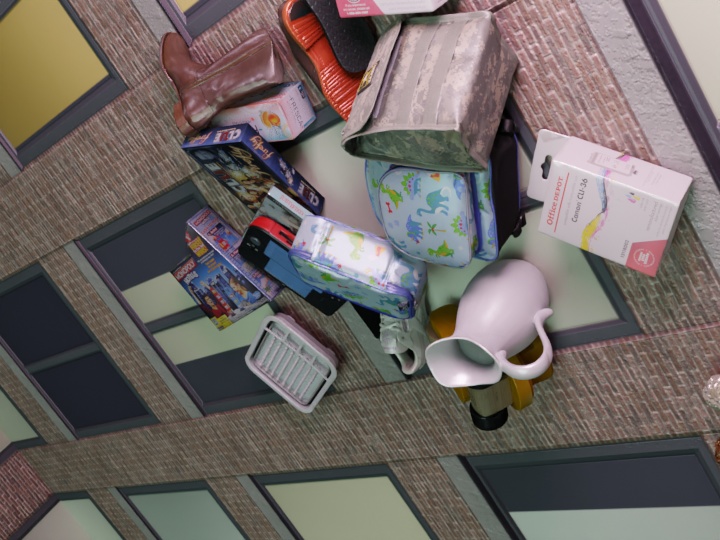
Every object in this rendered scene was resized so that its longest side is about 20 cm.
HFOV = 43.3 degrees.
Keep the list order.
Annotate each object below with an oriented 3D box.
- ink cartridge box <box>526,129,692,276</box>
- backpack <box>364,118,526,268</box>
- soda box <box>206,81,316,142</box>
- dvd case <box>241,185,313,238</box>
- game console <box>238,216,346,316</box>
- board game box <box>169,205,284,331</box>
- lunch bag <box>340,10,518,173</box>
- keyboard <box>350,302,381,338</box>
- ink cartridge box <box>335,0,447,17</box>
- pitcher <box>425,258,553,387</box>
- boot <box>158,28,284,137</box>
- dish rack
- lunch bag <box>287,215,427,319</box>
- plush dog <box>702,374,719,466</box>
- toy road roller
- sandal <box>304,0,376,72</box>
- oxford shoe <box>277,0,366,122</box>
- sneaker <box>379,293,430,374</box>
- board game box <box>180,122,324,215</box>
[{"bbox_3d":[0.296,-0.087,1.134,0.198,0.068,0.117,24,136,22],"label":"ink cartridge box"},{"bbox_3d":[0.101,-0.108,1.215,0.198,0.147,0.185,14,129,34],"label":"backpack"},{"bbox_3d":[-0.167,-0.235,1.382,0.198,0.068,0.064,2,127,38],"label":"soda box"},{"bbox_3d":[-0.112,-0.052,1.477,0.145,0.022,0.200,36,153,-6],"label":"dvd case"},{"bbox_3d":[-0.109,-0.002,1.503,0.199,0.031,0.177,36,154,-4],"label":"game console"},{"bbox_3d":[-0.257,-0.008,1.654,0.201,0.062,0.199,52,139,-9],"label":"board game box"},{"bbox_3d":[0.072,-0.219,1.114,0.198,0.166,0.117,6,159,35],"label":"lunch bag"},{"bbox_3d":[0.001,0.018,1.496,0.201,0.040,0.104,54,154,-6],"label":"keyboard"},{"bbox_3d":[0.026,-0.411,1.066,0.144,0.085,0.202,7,126,34],"label":"ink cartridge box"},{"bbox_3d":[0.205,0.075,1.243,0.170,0.200,0.122,6,128,34],"label":"pitcher"},{"bbox_3d":[-0.202,-0.317,1.342,0.199,0.064,0.188,-27,71,29],"label":"boot"},{"bbox_3d":[-0.125,0.169,1.712,0.171,0.044,0.201,38,139,5],"label":"dish rack"},{"bbox_3d":[0.000,0.000,1.326,0.198,0.083,0.161,21,167,9],"label":"lunch bag"},{"bbox_3d":[0.542,0.240,1.174,0.198,0.162,0.172,7,151,34],"label":"plush dog"},{"bbox_3d":[0.201,0.131,1.378,0.200,0.145,0.124,-126,15,-52],"label":"toy road roller"},{"bbox_3d":[-0.038,-0.354,1.181,0.048,0.075,0.202,-124,10,-55],"label":"sandal"},{"bbox_3d":[-0.047,-0.288,1.257,0.201,0.071,0.072,59,165,-22],"label":"oxford shoe"},{"bbox_3d":[0.065,0.072,1.433,0.074,0.100,0.202,-6,118,44],"label":"sneaker"},{"bbox_3d":[-0.165,-0.151,1.414,0.134,0.035,0.200,1,151,39],"label":"board game box"}]
